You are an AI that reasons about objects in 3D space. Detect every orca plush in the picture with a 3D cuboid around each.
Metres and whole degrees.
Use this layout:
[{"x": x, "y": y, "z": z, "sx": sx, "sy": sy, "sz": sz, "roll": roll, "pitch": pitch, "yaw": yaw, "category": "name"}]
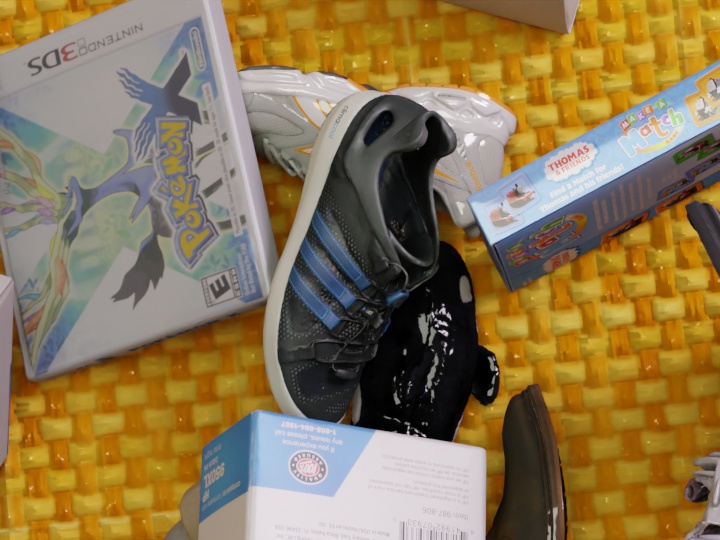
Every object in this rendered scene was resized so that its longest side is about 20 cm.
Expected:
[{"x": 0.015, "y": 0.075, "z": 1.569, "sx": 0.105, "sy": 0.071, "sz": 0.200, "roll": 30, "pitch": 85, "yaw": 11, "category": "orca plush"}]

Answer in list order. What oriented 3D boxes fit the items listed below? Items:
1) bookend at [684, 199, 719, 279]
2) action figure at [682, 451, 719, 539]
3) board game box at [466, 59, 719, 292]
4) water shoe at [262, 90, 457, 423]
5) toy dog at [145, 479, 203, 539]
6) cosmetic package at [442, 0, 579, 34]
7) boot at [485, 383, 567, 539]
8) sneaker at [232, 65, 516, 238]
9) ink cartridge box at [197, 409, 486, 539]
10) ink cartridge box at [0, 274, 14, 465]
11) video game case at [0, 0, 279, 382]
[{"x": 0.302, "y": -0.007, "z": 1.465, "sx": 0.198, "sy": 0.200, "sz": 0.092, "roll": -28, "pitch": 62, "yaw": 9, "category": "bookend"}, {"x": 0.194, "y": 0.172, "z": 1.463, "sx": 0.069, "sy": 0.200, "sz": 0.131, "roll": 20, "pitch": 79, "yaw": 21, "category": "action figure"}, {"x": 0.160, "y": -0.060, "z": 1.534, "sx": 0.199, "sy": 0.151, "sz": 0.037, "roll": -29, "pitch": 78, "yaw": 1, "category": "board game box"}, {"x": 0.000, "y": 0.000, "z": 1.523, "sx": 0.079, "sy": 0.071, "sz": 0.201, "roll": 18, "pitch": 102, "yaw": 42, "category": "water shoe"}, {"x": -0.057, "y": 0.212, "z": 1.548, "sx": 0.132, "sy": 0.096, "sz": 0.201, "roll": -15, "pitch": 88, "yaw": 38, "category": "toy dog"}, {"x": 0.043, "y": -0.223, "z": 1.608, "sx": 0.199, "sy": 0.087, "sz": 0.104, "roll": 15, "pitch": 82, "yaw": 9, "category": "cosmetic package"}, {"x": 0.072, "y": 0.167, "z": 1.546, "sx": 0.096, "sy": 0.075, "sz": 0.201, "roll": -4, "pitch": 82, "yaw": 3, "category": "boot"}, {"x": -0.011, "y": -0.065, "z": 1.593, "sx": 0.199, "sy": 0.076, "sz": 0.092, "roll": 5, "pitch": 79, "yaw": 9, "category": "sneaker"}, {"x": -0.013, "y": 0.191, "z": 1.466, "sx": 0.144, "sy": 0.084, "sz": 0.201, "roll": 11, "pitch": 67, "yaw": -23, "category": "ink cartridge box"}, {"x": -0.309, "y": 0.054, "z": 1.569, "sx": 0.199, "sy": 0.147, "sz": 0.086, "roll": 15, "pitch": 40, "yaw": 9, "category": "ink cartridge box"}, {"x": -0.143, "y": -0.054, "z": 1.601, "sx": 0.182, "sy": 0.022, "sz": 0.201, "roll": -19, "pitch": 78, "yaw": 28, "category": "video game case"}]
